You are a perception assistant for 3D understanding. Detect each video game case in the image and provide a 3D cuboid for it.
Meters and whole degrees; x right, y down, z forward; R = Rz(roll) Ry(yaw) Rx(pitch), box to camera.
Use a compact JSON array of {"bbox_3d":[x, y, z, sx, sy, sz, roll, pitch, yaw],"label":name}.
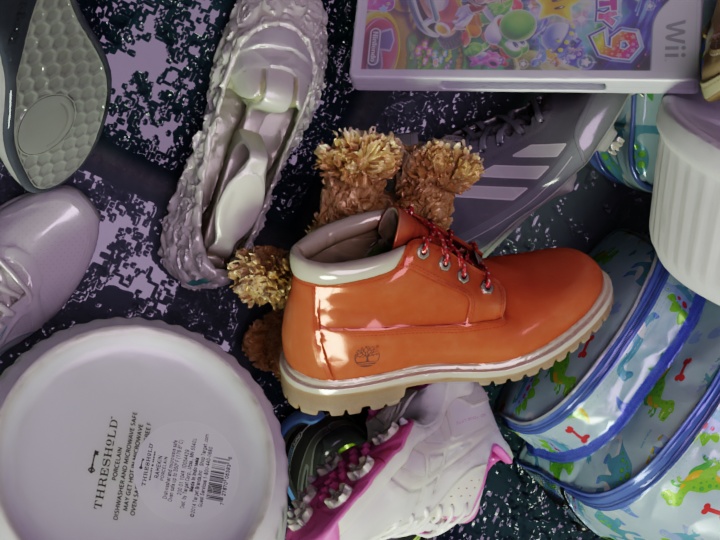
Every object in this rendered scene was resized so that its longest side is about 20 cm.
[{"bbox_3d":[0.099,-0.169,1.358,0.200,0.018,0.143,1,64,9],"label":"video game case"}]

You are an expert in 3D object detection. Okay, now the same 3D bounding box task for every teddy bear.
[{"bbox_3d":[0.000,0.000,1.351,0.145,0.067,0.200,17,121,-41],"label":"teddy bear"}]

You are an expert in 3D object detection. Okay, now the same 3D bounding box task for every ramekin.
[{"bbox_3d":[-0.133,0.120,1.315,0.200,0.105,0.200,4,69,-11],"label":"ramekin"},{"bbox_3d":[0.256,-0.033,1.332,0.202,0.202,0.094,7,110,-18],"label":"ramekin"}]

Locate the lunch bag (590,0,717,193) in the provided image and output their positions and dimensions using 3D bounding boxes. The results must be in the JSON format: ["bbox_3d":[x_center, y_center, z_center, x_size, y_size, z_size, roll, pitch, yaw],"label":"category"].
[{"bbox_3d":[0.225,-0.144,1.445,0.161,0.082,0.200,-2,97,-16],"label":"lunch bag"}]

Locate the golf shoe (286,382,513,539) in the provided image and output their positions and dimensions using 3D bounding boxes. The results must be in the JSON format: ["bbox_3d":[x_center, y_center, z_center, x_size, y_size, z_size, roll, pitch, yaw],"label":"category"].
[{"bbox_3d":[0.030,0.122,1.337,0.092,0.075,0.200,55,41,-10],"label":"golf shoe"}]

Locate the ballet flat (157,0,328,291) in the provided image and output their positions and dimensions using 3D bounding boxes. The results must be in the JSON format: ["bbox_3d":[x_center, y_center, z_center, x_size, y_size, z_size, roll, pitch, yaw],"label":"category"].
[{"bbox_3d":[-0.060,-0.080,1.374,0.072,0.072,0.200,17,91,-18],"label":"ballet flat"}]

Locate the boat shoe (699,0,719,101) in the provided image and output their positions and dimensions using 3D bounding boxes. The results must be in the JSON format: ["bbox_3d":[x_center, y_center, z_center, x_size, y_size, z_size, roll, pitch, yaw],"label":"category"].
[{"bbox_3d":[0.222,-0.138,1.313,0.071,0.200,0.065,-13,98,13],"label":"boat shoe"}]

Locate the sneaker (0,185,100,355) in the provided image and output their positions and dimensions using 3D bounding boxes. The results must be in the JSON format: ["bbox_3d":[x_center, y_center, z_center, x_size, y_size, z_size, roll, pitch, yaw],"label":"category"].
[{"bbox_3d":[-0.223,0.029,1.330,0.200,0.080,0.070,-42,105,-10],"label":"sneaker"}]

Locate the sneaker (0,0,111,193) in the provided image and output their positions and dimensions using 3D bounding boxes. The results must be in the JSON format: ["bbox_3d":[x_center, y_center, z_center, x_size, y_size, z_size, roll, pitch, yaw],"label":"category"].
[{"bbox_3d":[-0.216,-0.149,1.310,0.077,0.146,0.203,-34,141,-26],"label":"sneaker"}]

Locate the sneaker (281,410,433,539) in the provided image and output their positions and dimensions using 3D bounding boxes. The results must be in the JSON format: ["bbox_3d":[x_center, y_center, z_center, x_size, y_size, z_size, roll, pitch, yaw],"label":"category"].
[{"bbox_3d":[0.014,0.172,1.417,0.071,0.083,0.200,-33,106,-15],"label":"sneaker"}]

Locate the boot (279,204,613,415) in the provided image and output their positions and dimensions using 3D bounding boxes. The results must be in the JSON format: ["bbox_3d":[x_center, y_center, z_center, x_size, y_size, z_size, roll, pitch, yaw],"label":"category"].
[{"bbox_3d":[0.051,0.008,1.303,0.200,0.075,0.107,-14,124,-17],"label":"boot"}]

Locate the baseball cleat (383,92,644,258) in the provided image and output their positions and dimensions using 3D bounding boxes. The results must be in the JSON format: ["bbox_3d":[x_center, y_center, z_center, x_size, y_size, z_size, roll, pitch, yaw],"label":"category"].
[{"bbox_3d":[0.071,-0.066,1.390,0.106,0.070,0.200,38,104,-16],"label":"baseball cleat"}]

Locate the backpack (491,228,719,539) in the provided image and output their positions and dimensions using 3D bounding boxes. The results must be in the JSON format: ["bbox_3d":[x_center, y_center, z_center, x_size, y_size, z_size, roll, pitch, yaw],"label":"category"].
[{"bbox_3d":[0.180,0.075,1.396,0.147,0.200,0.183,36,86,-18],"label":"backpack"}]
